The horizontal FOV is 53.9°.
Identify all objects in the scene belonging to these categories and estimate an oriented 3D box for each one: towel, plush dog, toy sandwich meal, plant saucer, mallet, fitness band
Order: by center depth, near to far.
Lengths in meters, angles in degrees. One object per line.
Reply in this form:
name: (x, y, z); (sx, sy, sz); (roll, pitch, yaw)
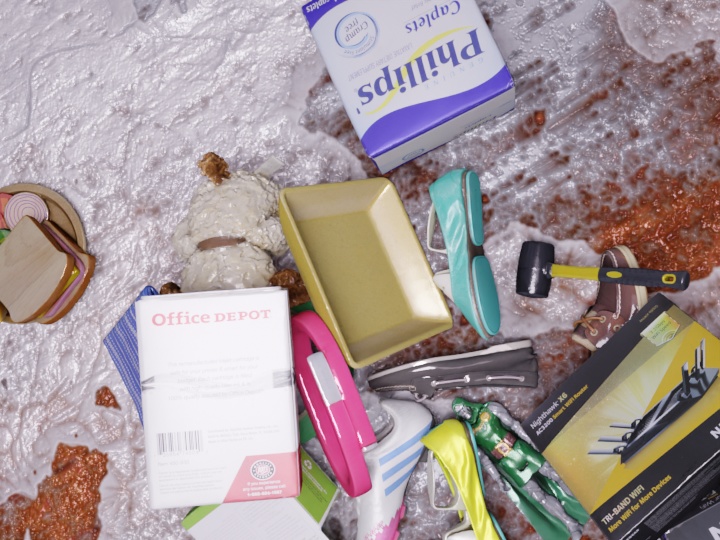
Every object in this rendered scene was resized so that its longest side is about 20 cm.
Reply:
fitness band: (-0.032, 0.140, 0.754); (0.037, 0.144, 0.201); (-20, 84, -16)
mallet: (0.250, 0.013, 0.763); (0.199, 0.041, 0.066); (17, 94, 50)
plant saucer: (0.000, 0.000, 0.799); (0.048, 0.199, 0.201); (-29, 81, 38)
plush dog: (-0.143, -0.022, 0.802); (0.198, 0.161, 0.173); (-8, 64, 8)
towel: (-0.248, 0.114, 0.831); (0.200, 0.024, 0.145); (-36, 80, 50)
toy sandwich meal: (-0.444, -0.018, 0.911); (0.203, 0.070, 0.207); (-1, 86, 9)

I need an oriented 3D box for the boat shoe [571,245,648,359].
boat shoe: (0.272, 0.073, 0.790); (0.071, 0.072, 0.202); (0, 93, -3)

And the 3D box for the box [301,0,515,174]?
box: (0.059, -0.247, 0.829); (0.183, 0.105, 0.201); (-26, 84, 7)

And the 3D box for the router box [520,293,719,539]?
router box: (0.277, 0.144, 0.684); (0.200, 0.052, 0.157); (-47, 38, 8)

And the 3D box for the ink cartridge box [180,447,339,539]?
ink cartridge box: (-0.082, 0.307, 0.814); (0.148, 0.076, 0.200); (-40, 94, 24)

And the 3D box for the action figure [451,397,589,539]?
action figure: (0.182, 0.217, 0.810); (0.200, 0.055, 0.118); (40, 96, 13)

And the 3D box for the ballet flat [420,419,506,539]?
ballet flat: (0.115, 0.266, 0.782); (0.067, 0.067, 0.201); (-16, 85, -11)

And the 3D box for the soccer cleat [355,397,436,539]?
soccer cleat: (0.019, 0.243, 0.821); (0.086, 0.070, 0.201); (23, 82, -7)

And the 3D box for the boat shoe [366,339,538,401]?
boat shoe: (0.108, 0.126, 0.817); (0.198, 0.067, 0.057); (-13, 78, 5)

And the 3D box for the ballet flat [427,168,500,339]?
ballet flat: (0.116, -0.017, 0.834); (0.070, 0.067, 0.202); (-11, 84, 32)

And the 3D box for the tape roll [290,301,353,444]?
tape roll: (-0.109, 0.116, 0.862); (0.199, 0.048, 0.202); (-1, 86, 9)

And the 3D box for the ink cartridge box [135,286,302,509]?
ink cartridge box: (-0.136, 0.120, 0.705); (0.146, 0.083, 0.202); (-3, 90, -3)

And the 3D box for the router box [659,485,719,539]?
router box: (0.385, 0.212, 0.721); (0.199, 0.157, 0.052); (-32, 86, 7)
